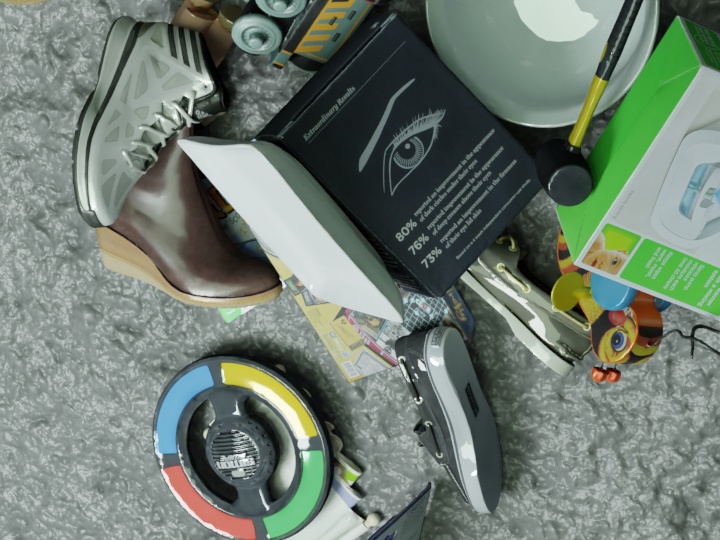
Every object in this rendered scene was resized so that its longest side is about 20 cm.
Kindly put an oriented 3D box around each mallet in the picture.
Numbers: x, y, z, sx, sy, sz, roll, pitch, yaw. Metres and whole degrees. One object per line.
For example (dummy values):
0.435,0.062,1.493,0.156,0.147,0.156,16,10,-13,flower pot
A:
0.191,-0.143,1.365,0.041,0.066,0.200,15,120,-12,mallet

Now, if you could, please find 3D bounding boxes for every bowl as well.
0.162,-0.227,1.440,0.200,0.090,0.202,7,110,21,bowl

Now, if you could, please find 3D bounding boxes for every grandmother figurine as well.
-0.185,-0.175,1.624,0.121,0.061,0.200,41,116,15,grandmother figurine

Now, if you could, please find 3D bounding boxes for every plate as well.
-0.054,-0.045,1.463,0.032,0.200,0.200,-45,111,-13,plate

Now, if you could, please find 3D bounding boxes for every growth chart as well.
-0.068,0.203,1.727,0.145,0.018,0.200,-33,93,28,growth chart

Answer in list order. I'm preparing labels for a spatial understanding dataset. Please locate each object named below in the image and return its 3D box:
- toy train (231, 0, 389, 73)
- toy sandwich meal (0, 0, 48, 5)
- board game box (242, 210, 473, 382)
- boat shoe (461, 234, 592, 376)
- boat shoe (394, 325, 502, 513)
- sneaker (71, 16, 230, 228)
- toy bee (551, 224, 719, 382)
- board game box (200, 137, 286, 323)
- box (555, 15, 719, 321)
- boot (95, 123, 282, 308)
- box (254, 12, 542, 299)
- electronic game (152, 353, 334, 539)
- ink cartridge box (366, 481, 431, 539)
-0.036,-0.248,1.498,0.114,0.085,0.200,19,140,-18,toy train
-0.327,-0.350,1.621,0.204,0.070,0.206,6,112,16,toy sandwich meal
0.000,0.000,1.584,0.135,0.035,0.200,-20,116,25,board game box
0.133,0.005,1.546,0.202,0.072,0.060,46,101,8,boat shoe
0.079,0.141,1.601,0.066,0.070,0.200,-4,123,27,boat shoe
-0.183,-0.131,1.528,0.115,0.076,0.201,7,75,16,sneaker
0.217,0.037,1.472,0.131,0.200,0.109,20,120,-22,toy bee
-0.087,-0.054,1.636,0.200,0.034,0.136,-33,94,28,board game box
0.287,-0.076,1.396,0.176,0.097,0.200,22,120,-17,box
-0.162,-0.060,1.599,0.199,0.072,0.167,14,117,19,boot
0.034,-0.096,1.456,0.148,0.104,0.200,-46,102,-8,box
-0.118,0.179,1.708,0.199,0.042,0.201,7,109,22,electronic game
-0.005,0.317,1.636,0.040,0.199,0.201,21,114,21,ink cartridge box
